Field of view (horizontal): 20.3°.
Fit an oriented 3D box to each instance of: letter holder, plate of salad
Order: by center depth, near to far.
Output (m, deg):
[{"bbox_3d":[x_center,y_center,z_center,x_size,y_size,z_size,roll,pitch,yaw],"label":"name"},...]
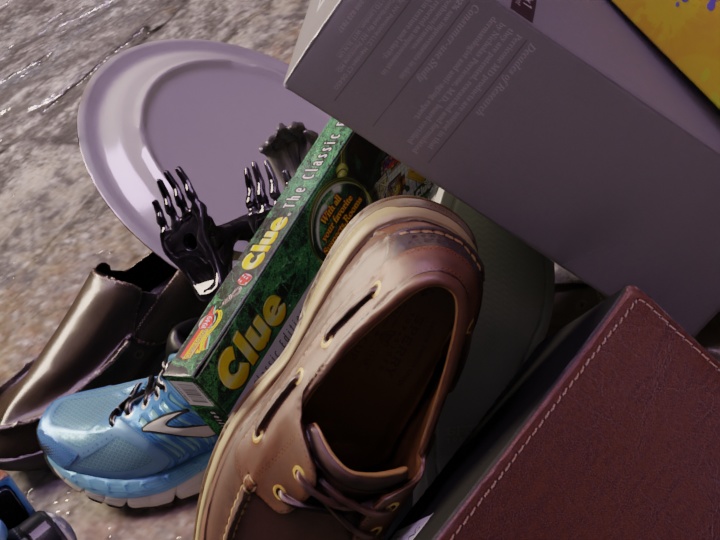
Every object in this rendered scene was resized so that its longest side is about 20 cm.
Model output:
[{"bbox_3d":[0.081,0.133,0.753,0.200,0.142,0.101,-50,2,-22],"label":"letter holder"},{"bbox_3d":[-0.060,-0.048,1.081,0.048,0.199,0.200,-57,11,39],"label":"plate of salad"}]

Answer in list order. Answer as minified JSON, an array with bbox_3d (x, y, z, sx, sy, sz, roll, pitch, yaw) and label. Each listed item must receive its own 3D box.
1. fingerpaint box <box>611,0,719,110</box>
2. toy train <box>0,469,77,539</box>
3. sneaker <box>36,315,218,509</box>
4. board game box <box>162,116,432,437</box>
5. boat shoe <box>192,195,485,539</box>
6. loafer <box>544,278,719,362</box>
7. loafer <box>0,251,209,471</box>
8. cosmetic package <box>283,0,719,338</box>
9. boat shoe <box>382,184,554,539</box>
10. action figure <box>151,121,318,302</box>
[{"bbox_3d":[0.212,-0.074,0.794,0.200,0.167,0.073,50,120,27],"label":"fingerpaint box"},{"bbox_3d":[-0.225,0.175,0.953,0.200,0.087,0.114,-38,26,-14],"label":"toy train"},{"bbox_3d":[-0.079,0.056,0.994,0.199,0.090,0.079,-12,35,26],"label":"sneaker"},{"bbox_3d":[0.000,0.000,0.865,0.023,0.105,0.200,4,51,42],"label":"board game box"},{"bbox_3d":[-0.011,0.070,0.773,0.068,0.072,0.201,-107,40,-68],"label":"boat shoe"},{"bbox_3d":[0.110,0.038,0.886,0.199,0.076,0.067,6,37,45],"label":"loafer"},{"bbox_3d":[-0.138,0.030,1.102,0.200,0.071,0.073,-40,32,-18],"label":"loafer"},{"bbox_3d":[0.077,-0.071,0.800,0.090,0.199,0.107,-54,14,30],"label":"cosmetic package"},{"bbox_3d":[0.035,0.048,0.845,0.060,0.075,0.201,-2,79,56],"label":"boat shoe"},{"bbox_3d":[0.001,-0.030,0.956,0.118,0.103,0.200,-12,-7,34],"label":"action figure"}]
